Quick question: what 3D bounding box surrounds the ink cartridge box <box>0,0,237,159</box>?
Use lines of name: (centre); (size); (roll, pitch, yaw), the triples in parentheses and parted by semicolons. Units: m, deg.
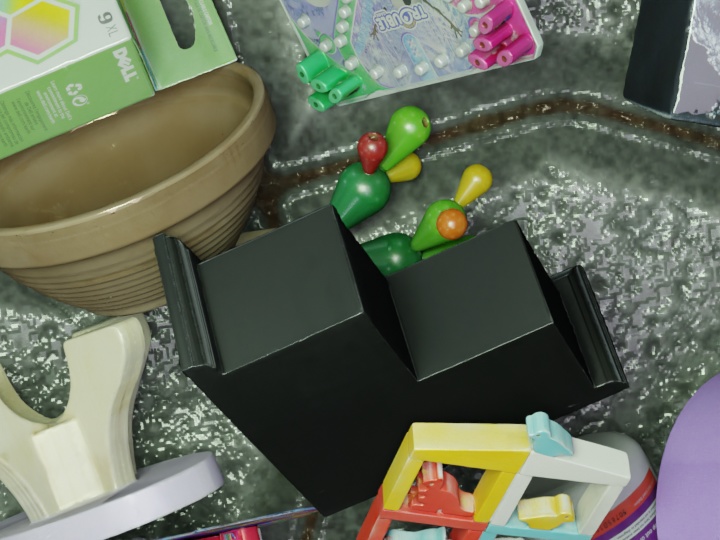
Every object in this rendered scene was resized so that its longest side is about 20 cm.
ink cartridge box: (-0.186, -0.139, 1.194); (0.200, 0.104, 0.059); (-23, 146, -3)

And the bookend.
bookend: (0.020, 0.026, 1.122); (0.199, 0.092, 0.200); (-24, 144, 10)

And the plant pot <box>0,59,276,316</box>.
plant pot: (-0.136, -0.038, 1.183); (0.201, 0.201, 0.093); (-23, 118, -3)

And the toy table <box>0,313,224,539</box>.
toy table: (-0.182, 0.104, 1.215); (0.200, 0.184, 0.117); (-20, 93, 30)

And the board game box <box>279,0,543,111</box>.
board game box: (-0.006, -0.194, 1.165); (0.026, 0.200, 0.200); (-36, 107, -34)

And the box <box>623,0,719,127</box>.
box: (0.287, -0.181, 1.246); (0.196, 0.117, 0.200); (8, 100, -9)

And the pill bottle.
pill bottle: (0.170, 0.212, 1.302); (0.112, 0.112, 0.200); (-28, 102, -2)

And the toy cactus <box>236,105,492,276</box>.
toy cactus: (0.000, 0.000, 1.261); (0.165, 0.102, 0.200); (1, 110, 3)

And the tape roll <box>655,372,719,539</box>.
tape roll: (0.282, 0.156, 1.282); (0.200, 0.066, 0.200); (6, 79, -35)

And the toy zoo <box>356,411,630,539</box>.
toy zoo: (0.073, 0.145, 1.179); (0.131, 0.020, 0.200); (9, 138, -13)

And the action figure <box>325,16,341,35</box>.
action figure: (0.065, -0.203, 1.250); (0.200, 0.052, 0.065); (-32, 105, 2)

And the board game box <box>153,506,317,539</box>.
board game box: (-0.111, 0.183, 1.224); (0.200, 0.158, 0.039); (-10, 82, -17)
